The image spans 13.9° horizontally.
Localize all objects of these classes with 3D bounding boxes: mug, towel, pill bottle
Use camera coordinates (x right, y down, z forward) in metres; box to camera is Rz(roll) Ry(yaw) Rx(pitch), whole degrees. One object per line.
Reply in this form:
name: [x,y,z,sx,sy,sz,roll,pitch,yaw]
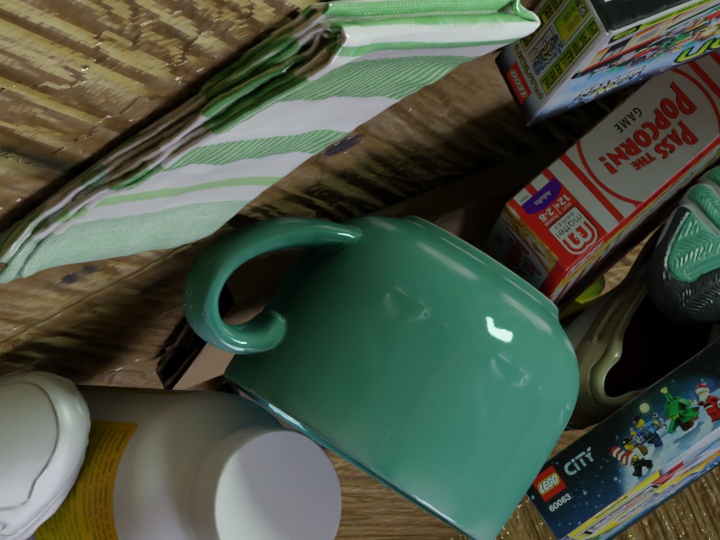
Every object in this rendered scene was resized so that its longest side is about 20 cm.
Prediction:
mug: [0.022,0.038,1.391,0.114,0.152,0.185,-57,150,-5]
towel: [-0.038,-0.054,1.178,0.200,0.023,0.153,-33,168,33]
pill bottle: [-0.097,0.110,1.446,0.104,0.104,0.200,-19,-169,-34]

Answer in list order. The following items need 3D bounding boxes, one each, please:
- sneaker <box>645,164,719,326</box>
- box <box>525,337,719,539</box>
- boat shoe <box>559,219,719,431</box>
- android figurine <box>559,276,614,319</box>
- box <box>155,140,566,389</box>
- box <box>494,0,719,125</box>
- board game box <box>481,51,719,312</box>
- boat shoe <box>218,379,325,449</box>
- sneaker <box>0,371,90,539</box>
sneaker: [0.209,-0.032,1.504,0.200,0.074,0.088,-42,178,-26]
box: [0.180,0.066,1.479,0.200,0.038,0.137,-36,167,7]
boat shoe: [0.167,0.023,1.524,0.200,0.075,0.068,-38,-162,-30]
android figurine: [0.059,0.046,1.608,0.200,0.041,0.182,-23,-153,-17]
box: [0.000,0.000,1.540,0.200,0.021,0.163,-21,168,-22]
box: [0.164,-0.128,1.262,0.200,0.035,0.110,-22,169,-20]
board game box: [0.127,-0.041,1.476,0.151,0.046,0.200,-41,173,-12]
boat shoe: [0.004,0.060,1.745,0.200,0.075,0.093,-15,174,-13]
sneaker: [-0.221,0.108,1.400,0.200,0.078,0.099,-29,166,13]
